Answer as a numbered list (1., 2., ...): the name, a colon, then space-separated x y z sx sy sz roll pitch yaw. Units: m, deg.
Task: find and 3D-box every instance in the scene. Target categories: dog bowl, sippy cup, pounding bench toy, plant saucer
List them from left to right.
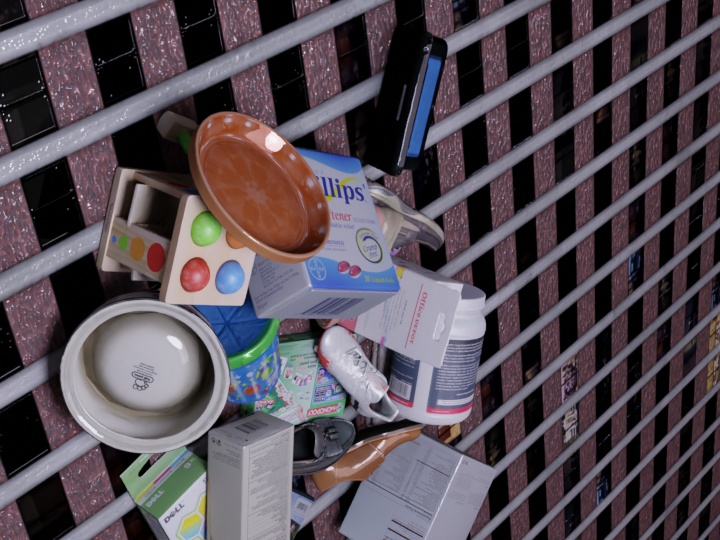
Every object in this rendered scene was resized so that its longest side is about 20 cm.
1. dog bowl: -0.253 0.113 1.357 0.198 0.074 0.202 -2 111 -5
2. pounding bench toy: -0.198 -0.074 1.340 0.124 0.155 0.202 3 104 -49
3. sippy cup: -0.162 0.103 1.494 0.176 0.140 0.131 -23 140 -8
4. plant saucer: -0.118 -0.094 1.321 0.032 0.202 0.199 -38 155 33

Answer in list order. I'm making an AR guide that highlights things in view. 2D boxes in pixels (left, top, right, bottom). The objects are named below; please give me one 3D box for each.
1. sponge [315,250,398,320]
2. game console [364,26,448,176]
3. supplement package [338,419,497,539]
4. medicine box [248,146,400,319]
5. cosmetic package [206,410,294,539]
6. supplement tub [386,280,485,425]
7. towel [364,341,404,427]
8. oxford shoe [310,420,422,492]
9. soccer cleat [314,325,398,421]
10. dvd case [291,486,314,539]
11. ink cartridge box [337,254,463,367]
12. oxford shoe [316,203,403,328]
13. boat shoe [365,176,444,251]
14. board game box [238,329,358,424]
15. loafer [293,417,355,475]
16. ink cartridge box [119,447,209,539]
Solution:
1. sponge: -0.012 -0.022 1.680 0.200 0.030 0.112 -47 137 -24
2. game console: 0.087 -0.237 1.636 0.115 0.176 0.202 9 101 -21
3. supplement package: 0.098 0.377 1.875 0.202 0.146 0.191 -64 152 -5
4. medicine box: -0.065 -0.046 1.474 0.181 0.103 0.202 3 64 -50
5. cosmetic package: -0.150 0.304 1.542 0.105 0.071 0.202 -15 114 -50
6. supplement tub: 0.117 0.123 1.757 0.140 0.140 0.202 -6 110 -47
7. towel: 0.066 0.155 1.848 0.132 0.034 0.202 -18 119 -45
8. oxford shoe: 0.011 0.286 1.773 0.198 0.071 0.072 -19 94 -17
9. soccer cleat: -0.002 0.154 1.682 0.069 0.085 0.201 -48 138 -23
10. dvd case: -0.158 0.412 1.717 0.143 0.017 0.201 38 78 -49
11. ink cartridge box: 0.069 0.054 1.627 0.067 0.199 0.118 4 105 -50
12. oxford shoe: 0.000 0.000 1.590 0.073 0.071 0.201 6 124 -40
13. boat shoe: 0.044 -0.069 1.656 0.199 0.074 0.074 31 92 -42
14. board game box: -0.089 0.159 1.674 0.199 0.029 0.136 -4 110 -49
15. loafer: -0.084 0.260 1.663 0.199 0.072 0.063 -17 158 -33
16. ink cartridge box: -0.237 0.318 1.548 0.104 0.059 0.201 -43 135 -28
